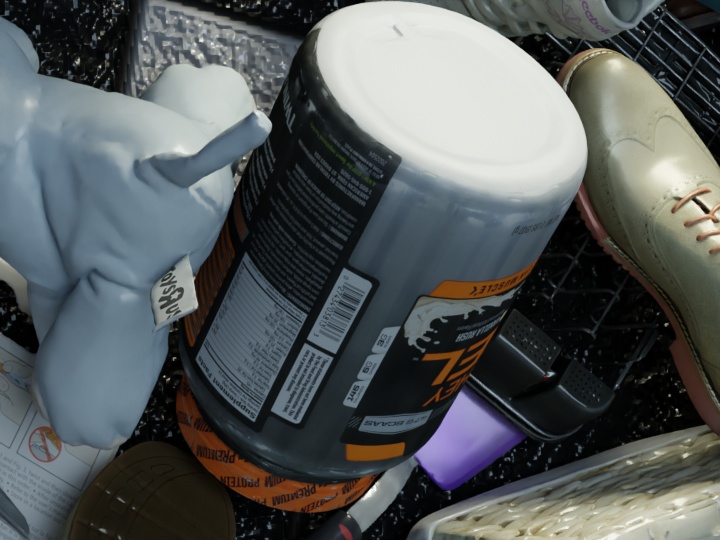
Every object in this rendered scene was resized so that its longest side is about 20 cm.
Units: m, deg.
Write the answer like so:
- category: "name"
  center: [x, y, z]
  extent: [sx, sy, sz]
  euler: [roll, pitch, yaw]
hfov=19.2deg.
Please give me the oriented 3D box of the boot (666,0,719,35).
- category: "boot"
  center: [0.191, -0.235, 1.063]
  extent: [0.186, 0.064, 0.200]
  euler: [-28, 96, -18]

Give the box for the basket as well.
- category: "basket"
  center: [0.141, 0.158, 0.983]
  extent: [0.200, 0.123, 0.136]
  euler: [-14, 96, -30]

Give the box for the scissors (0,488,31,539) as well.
- category: "scissors"
  center: [-0.205, 0.034, 0.841]
  extent: [0.073, 0.014, 0.200]
  euler: [-24, 78, -31]

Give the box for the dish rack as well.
- category: "dish rack"
  center: [0.098, -0.038, 1.004]
  extent: [0.153, 0.055, 0.200]
  euler: [40, 69, -15]

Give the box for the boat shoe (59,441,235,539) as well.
- category: "boat shoe"
  center: [-0.107, 0.147, 0.861]
  extent: [0.071, 0.065, 0.200]
  euler: [35, 36, -9]

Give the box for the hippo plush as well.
- category: "hippo plush"
  center: [-0.138, -0.028, 0.837]
  extent: [0.161, 0.200, 0.160]
  euler: [23, 98, -6]

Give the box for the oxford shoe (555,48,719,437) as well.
- category: "oxford shoe"
  center: [0.157, -0.015, 0.956]
  extent: [0.071, 0.074, 0.200]
  euler: [-34, 96, -22]

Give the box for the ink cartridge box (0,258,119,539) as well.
- category: "ink cartridge box"
  center: [-0.192, 0.083, 0.878]
  extent: [0.161, 0.050, 0.200]
  euler: [35, 56, -22]

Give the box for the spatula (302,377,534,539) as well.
- category: "spatula"
  center: [0.004, 0.106, 0.972]
  extent: [0.200, 0.021, 0.057]
  euler: [-40, 103, -31]

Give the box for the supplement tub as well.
- category: "supplement tub"
  center: [0.000, 0.000, 0.875]
  extent: [0.122, 0.200, 0.123]
  euler: [16, 39, -14]

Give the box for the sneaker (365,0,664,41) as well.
- category: "sneaker"
  center: [0.078, -0.136, 0.925]
  extent: [0.075, 0.200, 0.100]
  euler: [44, 41, -30]

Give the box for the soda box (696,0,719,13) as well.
- category: "soda box"
  center: [0.158, -0.169, 0.994]
  extent: [0.200, 0.068, 0.064]
  euler: [27, 83, 0]
